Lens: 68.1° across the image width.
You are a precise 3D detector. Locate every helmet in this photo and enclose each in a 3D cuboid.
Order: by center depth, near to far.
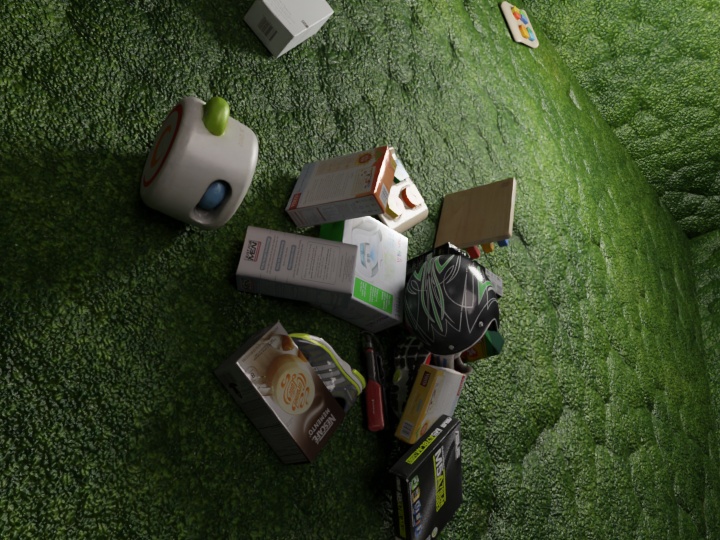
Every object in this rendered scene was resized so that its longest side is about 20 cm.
[{"bbox_3d":[0.178,0.068,1.059,0.190,0.198,0.202,16,59,-58],"label":"helmet"}]

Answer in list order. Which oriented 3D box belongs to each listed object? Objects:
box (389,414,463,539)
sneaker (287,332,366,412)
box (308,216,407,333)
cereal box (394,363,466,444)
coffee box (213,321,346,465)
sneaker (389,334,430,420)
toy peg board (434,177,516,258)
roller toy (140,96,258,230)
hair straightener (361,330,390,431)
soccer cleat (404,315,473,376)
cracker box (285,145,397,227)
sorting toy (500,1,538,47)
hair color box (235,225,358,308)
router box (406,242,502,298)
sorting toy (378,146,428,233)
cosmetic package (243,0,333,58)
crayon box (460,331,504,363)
[{"bbox_3d":[0.129,0.408,1.001,0.192,0.047,0.202,-25,117,-45],"label":"box"},{"bbox_3d":[-0.072,0.183,0.949,0.200,0.074,0.081,41,51,-21],"label":"sneaker"},{"bbox_3d":[0.000,0.000,1.086,0.176,0.096,0.202,27,54,-31],"label":"box"},{"bbox_3d":[0.144,0.263,1.052,0.200,0.039,0.145,28,83,-61],"label":"cereal box"},{"bbox_3d":[-0.128,0.202,0.876,0.201,0.079,0.114,55,44,-10],"label":"coffee box"},{"bbox_3d":[0.106,0.221,1.111,0.085,0.076,0.201,67,35,-45],"label":"sneaker"},{"bbox_3d":[0.314,-0.118,1.388,0.098,0.198,0.201,50,43,-37],"label":"toy peg board"},{"bbox_3d":[-0.253,-0.165,0.852,0.139,0.199,0.184,24,79,-34],"label":"roller toy"},{"bbox_3d":[0.029,0.218,1.065,0.077,0.041,0.202,38,37,-61],"label":"hair straightener"},{"bbox_3d":[0.179,0.162,1.191,0.201,0.086,0.070,55,44,-10],"label":"soccer cleat"},{"bbox_3d":[-0.037,-0.163,1.046,0.058,0.198,0.135,56,39,-43],"label":"cracker box"},{"bbox_3d":[0.689,-1.054,2.283,0.199,0.036,0.187,-15,83,-47],"label":"sorting toy"},{"bbox_3d":[-0.110,-0.005,0.936,0.198,0.061,0.100,10,60,-5],"label":"hair color box"},{"bbox_3d":[0.213,0.022,1.244,0.199,0.149,0.052,31,53,-31],"label":"router box"},{"bbox_3d":[0.081,-0.196,1.298,0.185,0.036,0.201,-32,95,-47],"label":"sorting toy"},{"bbox_3d":[-0.159,-0.579,1.209,0.113,0.081,0.201,46,47,-16],"label":"cosmetic package"},{"bbox_3d":[0.222,0.120,1.226,0.201,0.126,0.051,51,44,-12],"label":"crayon box"}]
